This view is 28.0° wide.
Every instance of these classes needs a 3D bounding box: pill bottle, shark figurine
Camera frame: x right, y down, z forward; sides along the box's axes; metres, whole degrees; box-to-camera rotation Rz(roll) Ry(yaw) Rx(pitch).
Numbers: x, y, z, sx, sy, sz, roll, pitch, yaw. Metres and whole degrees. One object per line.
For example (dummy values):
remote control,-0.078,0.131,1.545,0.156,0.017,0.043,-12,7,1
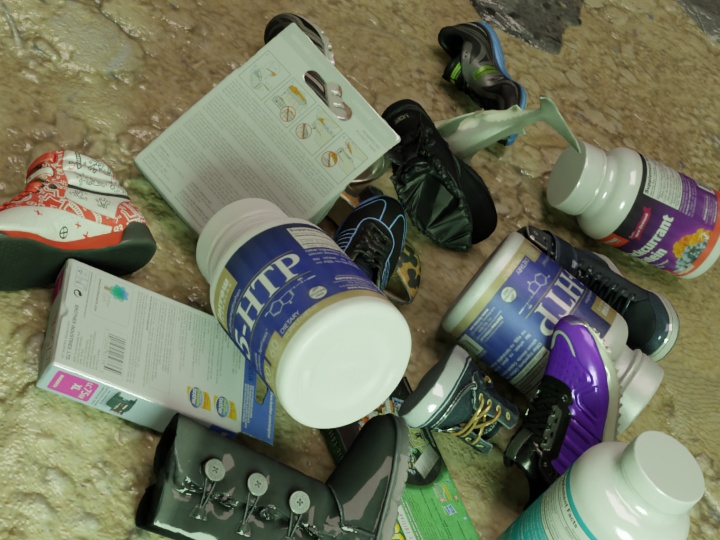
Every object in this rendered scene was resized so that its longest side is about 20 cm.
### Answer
pill bottle,-0.056,0.027,1.195,0.119,0.120,0.200,3,28,-36
pill bottle,0.321,-0.075,1.681,0.199,0.112,0.112,22,40,-18
shark figurine,0.132,-0.137,1.606,0.128,0.213,0.090,-57,135,-80
pill bottle,0.199,0.219,1.210,0.110,0.200,0.111,22,40,-20
pill bottle,0.190,0.069,1.411,0.200,0.120,0.120,39,38,1

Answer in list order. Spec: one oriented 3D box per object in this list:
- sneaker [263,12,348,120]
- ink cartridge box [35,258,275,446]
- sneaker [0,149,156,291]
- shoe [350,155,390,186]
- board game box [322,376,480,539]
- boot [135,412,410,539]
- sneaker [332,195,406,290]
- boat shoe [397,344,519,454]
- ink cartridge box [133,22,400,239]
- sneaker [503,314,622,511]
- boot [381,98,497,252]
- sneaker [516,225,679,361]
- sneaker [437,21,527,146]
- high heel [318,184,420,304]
sneaker,-0.075,-0.201,1.526,0.087,0.074,0.201,11,49,-38
ink cartridge box,-0.163,0.077,1.197,0.199,0.042,0.120,21,40,-21
sneaker,-0.276,-0.046,1.218,0.201,0.067,0.108,-4,52,-45
shoe,-0.058,-0.110,1.448,0.199,0.070,0.053,4,29,-24
board game box,0.033,0.181,1.262,0.104,0.023,0.201,4,49,-37
boot,-0.066,0.160,1.153,0.199,0.066,0.166,20,53,-14
sneaker,0.000,0.000,1.332,0.070,0.078,0.201,35,57,-10
boat shoe,0.095,0.122,1.287,0.091,0.071,0.200,44,11,3
ink cartridge box,-0.086,-0.107,1.343,0.200,0.050,0.162,-41,76,-7
sneaker,0.176,0.143,1.303,0.099,0.202,0.070,-10,16,-22
boot,0.085,-0.071,1.449,0.199,0.073,0.163,54,11,-28
sneaker,0.228,0.023,1.499,0.146,0.077,0.202,20,13,-30
sneaker,0.142,-0.223,1.737,0.082,0.071,0.200,-2,50,-22
high heel,-0.029,-0.036,1.397,0.199,0.071,0.143,10,44,-38
